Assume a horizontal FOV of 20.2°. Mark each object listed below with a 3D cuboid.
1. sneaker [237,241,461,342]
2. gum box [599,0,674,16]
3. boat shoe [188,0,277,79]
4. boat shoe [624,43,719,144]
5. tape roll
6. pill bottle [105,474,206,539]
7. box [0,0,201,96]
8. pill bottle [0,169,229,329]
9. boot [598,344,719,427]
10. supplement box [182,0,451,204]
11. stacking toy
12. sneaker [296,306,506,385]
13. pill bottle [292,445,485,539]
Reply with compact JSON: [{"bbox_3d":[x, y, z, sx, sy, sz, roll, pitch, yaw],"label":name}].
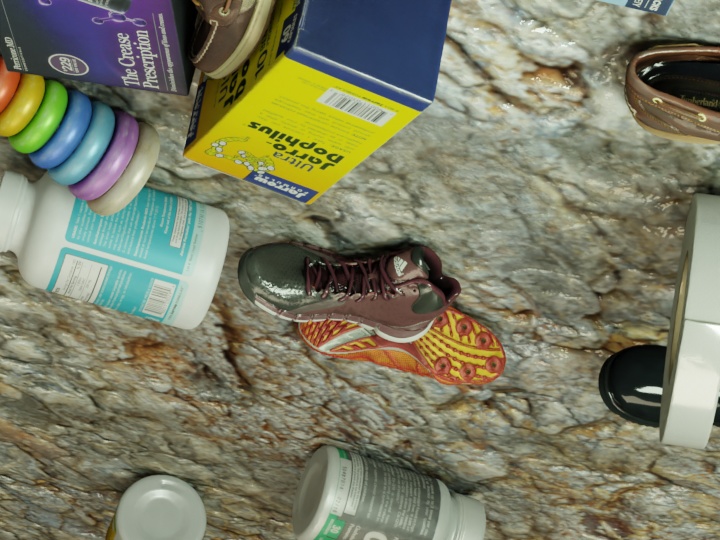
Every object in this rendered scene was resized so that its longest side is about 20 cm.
[{"bbox_3d":[0.000,0.000,1.776,0.199,0.076,0.115,12,152,-28],"label":"sneaker"},{"bbox_3d":[0.120,-0.238,1.250,0.199,0.045,0.170,12,154,-4],"label":"gum box"},{"bbox_3d":[-0.087,-0.206,1.354,0.072,0.072,0.200,15,147,-17],"label":"boat shoe"},{"bbox_3d":[0.282,-0.118,1.404,0.199,0.071,0.070,4,158,13],"label":"boat shoe"},{"bbox_3d":[0.266,0.040,1.588,0.037,0.204,0.203,8,155,5],"label":"tape roll"},{"bbox_3d":[-0.260,0.334,2.511,0.111,0.111,0.200,14,155,-8],"label":"pill bottle"},{"bbox_3d":[-0.187,-0.210,1.394,0.141,0.079,0.200,10,155,6],"label":"box"},{"bbox_3d":[-0.221,-0.026,1.748,0.199,0.111,0.111,17,154,-12],"label":"pill bottle"},{"bbox_3d":[0.337,0.094,1.814,0.199,0.077,0.168,12,159,-19],"label":"boot"},{"bbox_3d":[-0.032,-0.143,1.430,0.109,0.109,0.200,20,153,-20],"label":"supplement box"},{"bbox_3d":[-0.259,-0.128,1.606,0.200,0.086,0.085,34,147,-28],"label":"stacking toy"},{"bbox_3d":[0.040,0.061,1.899,0.199,0.073,0.077,15,177,1],"label":"sneaker"},{"bbox_3d":[0.033,0.277,2.275,0.199,0.114,0.113,18,154,-16],"label":"pill bottle"}]
